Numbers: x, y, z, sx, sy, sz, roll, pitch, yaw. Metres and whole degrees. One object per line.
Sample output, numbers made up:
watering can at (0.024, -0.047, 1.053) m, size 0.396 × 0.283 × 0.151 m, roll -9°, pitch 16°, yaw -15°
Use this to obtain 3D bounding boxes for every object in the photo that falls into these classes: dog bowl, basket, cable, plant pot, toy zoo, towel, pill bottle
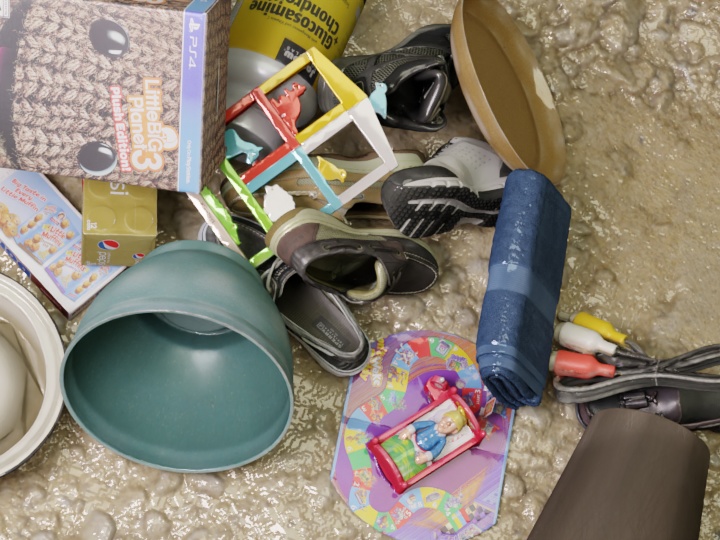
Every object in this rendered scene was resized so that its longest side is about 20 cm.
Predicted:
dog bowl at (-0.354, 0.099, 1.607) m, size 0.199 × 0.074 × 0.201 m, roll 3°, pitch 71°, yaw -9°
basket at (0.226, 0.234, 1.634) m, size 0.180 × 0.136 × 0.200 m, roll 28°, pitch 65°, yaw -14°
cable at (0.252, 0.084, 1.682) m, size 0.199 × 0.050 × 0.097 m, roll 5°, pitch 41°, yaw 30°
plant pot at (-0.148, 0.060, 1.607) m, size 0.200 × 0.201 × 0.134 m, roll 14°, pitch 43°, yaw -5°
toy zoo at (-0.059, -0.106, 1.648) m, size 0.200 × 0.020 × 0.131 m, roll -36°, pitch 89°, yaw 1°
towel at (0.143, 0.016, 1.673) m, size 0.048 × 0.112 × 0.201 m, roll 2°, pitch 68°, yaw 24°
plant pot at (0.135, -0.168, 1.736) m, size 0.027 × 0.200 × 0.201 m, roll -22°, pitch 74°, yaw 24°
pill bottle at (-0.077, -0.203, 1.731) m, size 0.112 × 0.112 × 0.200 m, roll 23°, pitch 70°, yaw -2°

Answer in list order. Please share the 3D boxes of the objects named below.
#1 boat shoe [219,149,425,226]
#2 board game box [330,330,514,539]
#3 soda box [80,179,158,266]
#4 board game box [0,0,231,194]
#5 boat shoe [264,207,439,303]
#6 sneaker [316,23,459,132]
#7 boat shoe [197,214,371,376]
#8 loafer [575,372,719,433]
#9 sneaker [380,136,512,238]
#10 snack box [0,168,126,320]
boat shoe at (-0.028, -0.065, 1.716) m, size 0.199 × 0.072 × 0.076 m, roll -7°, pitch 75°, yaw -12°
board game box at (0.062, 0.145, 1.680) m, size 0.157 × 0.039 × 0.201 m, roll 14°, pitch 70°, yaw -5°
soda box at (-0.218, -0.105, 1.686) m, size 0.067 × 0.064 × 0.201 m, roll 2°, pitch 64°, yaw -10°
board game box at (-0.217, -0.165, 1.573) m, size 0.199 × 0.097 × 0.160 m, roll 7°, pitch 113°, yaw 7°
boat shoe at (0.000, -0.001, 1.656) m, size 0.201 × 0.072 × 0.066 m, roll 17°, pitch 36°, yaw -45°
sneaker at (0.066, -0.176, 1.726) m, size 0.114 × 0.076 × 0.199 m, roll 21°, pitch 29°, yaw 38°
boat shoe at (-0.064, 0.012, 1.684) m, size 0.200 × 0.071 × 0.072 m, roll 39°, pitch 71°, yaw 8°
loafer at (0.301, 0.118, 1.717) m, size 0.199 × 0.063 × 0.072 m, roll 1°, pitch 71°, yaw -10°
sneaker at (0.080, -0.081, 1.713) m, size 0.200 × 0.074 × 0.080 m, roll -4°, pitch 56°, yaw -51°
snack box at (-0.305, -0.051, 1.689) m, size 0.072 × 0.024 × 0.200 m, roll -41°, pitch 83°, yaw -21°
